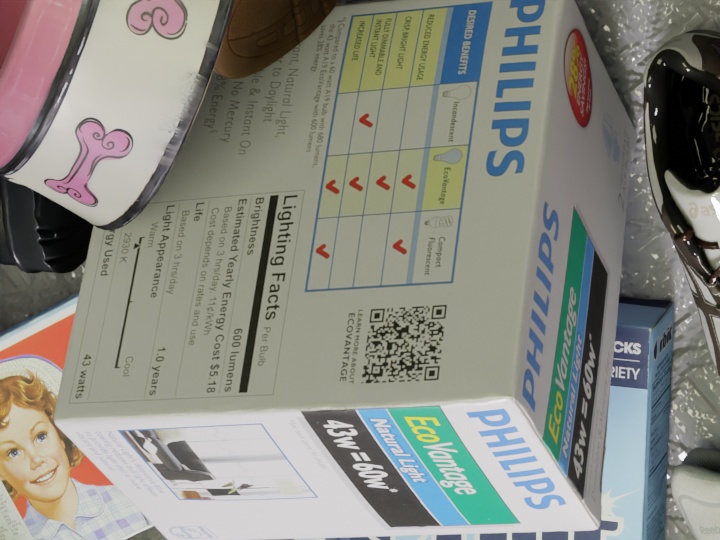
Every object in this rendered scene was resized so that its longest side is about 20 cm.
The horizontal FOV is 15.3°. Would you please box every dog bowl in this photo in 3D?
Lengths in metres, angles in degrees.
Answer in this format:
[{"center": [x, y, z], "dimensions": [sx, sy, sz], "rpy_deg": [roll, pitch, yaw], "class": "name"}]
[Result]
[{"center": [-0.110, -0.121, 1.072], "dimensions": [0.074, 0.200, 0.200], "rpy_deg": [14, 115, -19], "class": "dog bowl"}]

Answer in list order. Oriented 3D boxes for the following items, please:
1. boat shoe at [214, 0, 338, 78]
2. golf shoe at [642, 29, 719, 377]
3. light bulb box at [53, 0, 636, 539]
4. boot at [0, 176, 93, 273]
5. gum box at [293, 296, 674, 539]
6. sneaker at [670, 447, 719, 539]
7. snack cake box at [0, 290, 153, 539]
[{"center": [-0.032, -0.167, 1.118], "dimensions": [0.072, 0.200, 0.072], "rpy_deg": [18, 156, 23], "class": "boat shoe"}, {"center": [0.159, -0.004, 1.105], "dimensions": [0.078, 0.094, 0.200], "rpy_deg": [-26, 78, 22], "class": "golf shoe"}, {"center": [0.000, 0.000, 1.124], "dimensions": [0.200, 0.125, 0.199], "rpy_deg": [-3, 60, 22], "class": "light bulb box"}, {"center": [-0.211, -0.086, 1.261], "dimensions": [0.162, 0.073, 0.199], "rpy_deg": [4, 106, 25], "class": "boot"}, {"center": [0.054, 0.105, 1.232], "dimensions": [0.170, 0.045, 0.200], "rpy_deg": [7, 108, 19], "class": "gum box"}, {"center": [0.217, 0.068, 1.150], "dimensions": [0.200, 0.075, 0.081], "rpy_deg": [-39, 82, 25], "class": "sneaker"}, {"center": [-0.145, 0.079, 1.285], "dimensions": [0.200, 0.067, 0.115], "rpy_deg": [-26, 94, 25], "class": "snack cake box"}]
